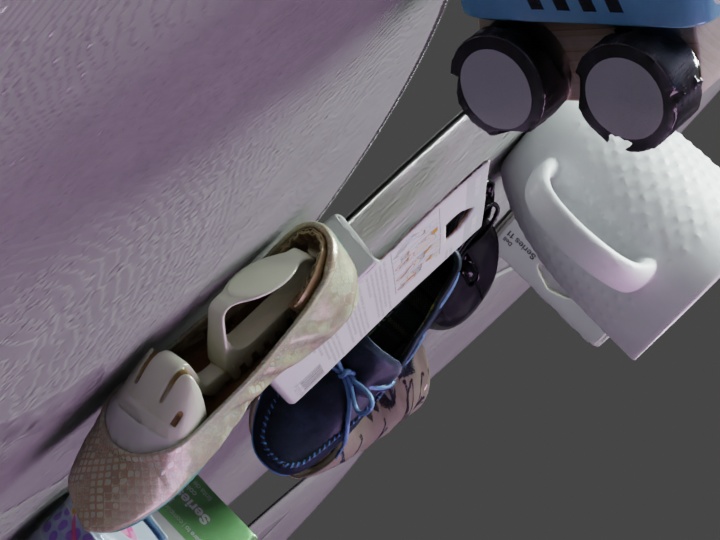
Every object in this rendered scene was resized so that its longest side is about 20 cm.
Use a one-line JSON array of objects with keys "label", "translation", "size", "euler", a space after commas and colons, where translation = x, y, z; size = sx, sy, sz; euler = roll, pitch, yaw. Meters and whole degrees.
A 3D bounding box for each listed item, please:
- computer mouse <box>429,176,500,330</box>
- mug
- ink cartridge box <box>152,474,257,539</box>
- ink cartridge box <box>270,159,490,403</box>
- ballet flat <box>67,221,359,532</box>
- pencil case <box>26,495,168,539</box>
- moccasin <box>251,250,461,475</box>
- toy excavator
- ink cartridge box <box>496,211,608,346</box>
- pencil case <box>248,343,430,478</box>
[{"label": "computer mouse", "translation": [0.072, 0.008, 1.403], "size": [0.139, 0.053, 0.200], "euler": [-55, 175, -4]}, {"label": "mug", "translation": [0.186, -0.040, 1.346], "size": [0.148, 0.175, 0.200], "euler": [-48, 171, 25]}, {"label": "ink cartridge box", "translation": [-0.183, 0.239, 1.236], "size": [0.200, 0.087, 0.146], "euler": [-40, 171, -40]}, {"label": "ink cartridge box", "translation": [0.000, 0.000, 1.094], "size": [0.174, 0.044, 0.200], "euler": [-44, 172, -5]}, {"label": "ballet flat", "translation": [-0.081, 0.047, 0.926], "size": [0.200, 0.067, 0.063], "euler": [-45, 145, -23]}, {"label": "pencil case", "translation": [-0.197, 0.220, 1.070], "size": [0.200, 0.083, 0.091], "euler": [-47, 148, 9]}, {"label": "moccasin", "translation": [-0.005, 0.050, 1.242], "size": [0.201, 0.080, 0.068], "euler": [-55, -170, -16]}, {"label": "toy excavator", "translation": [0.118, -0.158, 0.714], "size": [0.193, 0.201, 0.100], "euler": [8, -147, 39]}, {"label": "ink cartridge box", "translation": [0.227, -0.026, 1.734], "size": [0.083, 0.147, 0.200], "euler": [-49, 171, 27]}, {"label": "pencil case", "translation": [-0.014, 0.094, 1.388], "size": [0.077, 0.090, 0.200], "euler": [-16, -176, 24]}]
